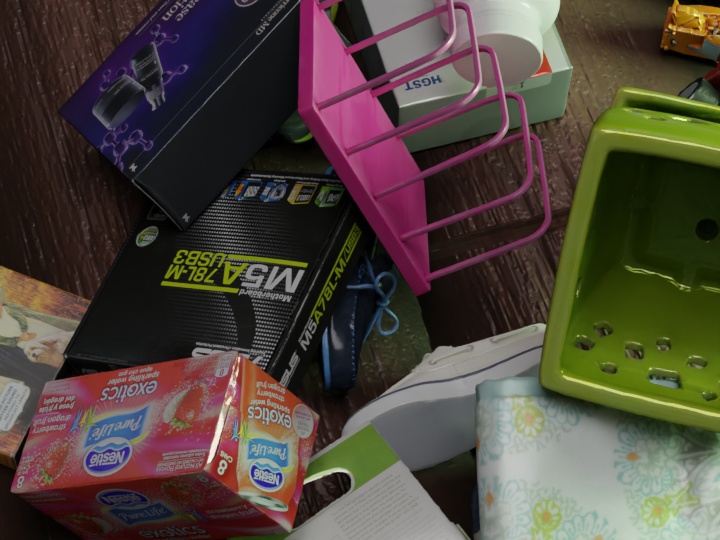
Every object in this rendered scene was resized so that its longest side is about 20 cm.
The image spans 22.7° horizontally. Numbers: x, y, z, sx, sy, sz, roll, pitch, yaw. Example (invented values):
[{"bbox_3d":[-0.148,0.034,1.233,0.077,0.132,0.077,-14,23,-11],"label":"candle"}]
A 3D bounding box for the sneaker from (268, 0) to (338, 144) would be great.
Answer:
[{"bbox_3d":[-0.059,-0.198,1.529,0.073,0.081,0.202,3,61,1],"label":"sneaker"}]

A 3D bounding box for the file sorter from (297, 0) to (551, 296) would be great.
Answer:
[{"bbox_3d":[0.052,-0.113,1.359,0.124,0.201,0.140,-21,39,17],"label":"file sorter"}]

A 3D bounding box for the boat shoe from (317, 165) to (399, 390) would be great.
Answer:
[{"bbox_3d":[0.000,0.000,1.422,0.068,0.084,0.202,4,63,-3],"label":"boat shoe"}]

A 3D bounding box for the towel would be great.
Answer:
[{"bbox_3d":[0.180,0.162,1.270,0.198,0.048,0.173,2,67,-9],"label":"towel"}]

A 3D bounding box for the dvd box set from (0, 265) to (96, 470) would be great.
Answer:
[{"bbox_3d":[-0.326,0.055,1.409,0.198,0.029,0.147,21,63,9],"label":"dvd box set"}]

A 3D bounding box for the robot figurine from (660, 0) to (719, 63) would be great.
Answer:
[{"bbox_3d":[0.368,-0.224,1.569,0.198,0.058,0.146,10,62,4],"label":"robot figurine"}]

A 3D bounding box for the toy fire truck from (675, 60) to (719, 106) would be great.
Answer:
[{"bbox_3d":[0.303,-0.120,1.455,0.129,0.176,0.200,43,58,-7],"label":"toy fire truck"}]

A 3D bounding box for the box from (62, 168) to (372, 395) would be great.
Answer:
[{"bbox_3d":[-0.107,0.009,1.389,0.198,0.048,0.194,6,55,33],"label":"box"}]

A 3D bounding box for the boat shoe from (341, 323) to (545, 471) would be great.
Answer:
[{"bbox_3d":[0.073,0.092,1.389,0.198,0.071,0.070,-22,36,-9],"label":"boat shoe"}]

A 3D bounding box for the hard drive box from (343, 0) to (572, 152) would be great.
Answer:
[{"bbox_3d":[0.076,-0.215,1.546,0.154,0.077,0.201,-14,63,-9],"label":"hard drive box"}]

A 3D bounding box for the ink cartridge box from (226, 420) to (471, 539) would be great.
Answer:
[{"bbox_3d":[0.009,0.232,1.297,0.147,0.076,0.200,-32,65,-17],"label":"ink cartridge box"}]

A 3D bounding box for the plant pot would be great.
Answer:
[{"bbox_3d":[0.243,-0.016,1.276,0.197,0.202,0.182,13,22,6],"label":"plant pot"}]

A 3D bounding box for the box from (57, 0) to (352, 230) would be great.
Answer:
[{"bbox_3d":[-0.126,-0.153,1.436,0.200,0.079,0.141,-48,47,-3],"label":"box"}]

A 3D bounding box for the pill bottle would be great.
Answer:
[{"bbox_3d":[0.111,-0.253,1.464,0.103,0.105,0.202,2,61,-1],"label":"pill bottle"}]

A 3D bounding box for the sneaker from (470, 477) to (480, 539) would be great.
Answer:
[{"bbox_3d":[0.178,0.186,1.338,0.198,0.081,0.148,7,79,-14],"label":"sneaker"}]

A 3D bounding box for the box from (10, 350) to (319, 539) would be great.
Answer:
[{"bbox_3d":[-0.140,0.131,1.279,0.199,0.100,0.096,-10,52,37],"label":"box"}]
